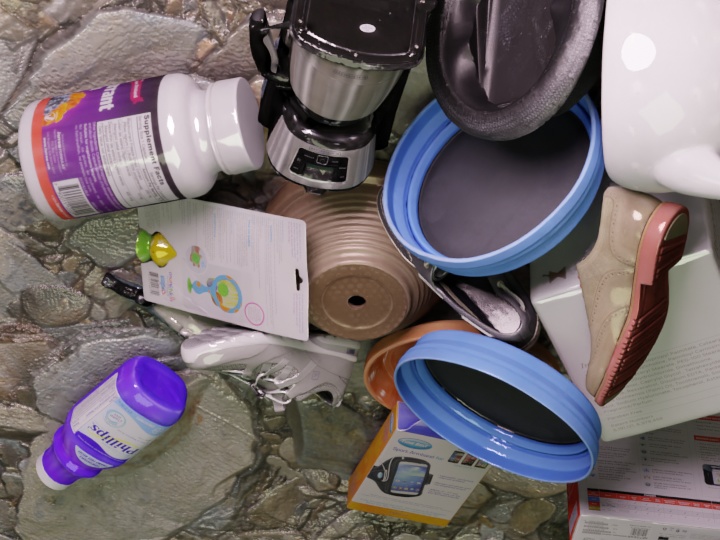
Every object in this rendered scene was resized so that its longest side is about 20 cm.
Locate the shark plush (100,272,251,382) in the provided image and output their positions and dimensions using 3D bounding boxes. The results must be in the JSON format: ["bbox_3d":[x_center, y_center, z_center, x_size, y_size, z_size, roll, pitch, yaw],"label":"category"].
[{"bbox_3d":[-0.169,0.061,1.599,0.199,0.091,0.083,14,163,-16],"label":"shark plush"}]

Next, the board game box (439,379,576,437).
[{"bbox_3d":[0.127,0.124,1.513,0.103,0.019,0.200,42,153,-19],"label":"board game box"}]

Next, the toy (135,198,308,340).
[{"bbox_3d":[-0.122,-0.012,1.499,0.199,0.047,0.116,11,113,29],"label":"toy"}]

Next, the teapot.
[{"bbox_3d":[0.270,-0.156,1.249,0.145,0.197,0.201,1,106,14],"label":"teapot"}]

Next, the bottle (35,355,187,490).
[{"bbox_3d":[-0.272,0.169,1.698,0.083,0.065,0.200,35,125,-26],"label":"bottle"}]

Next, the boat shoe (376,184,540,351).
[{"bbox_3d":[0.085,-0.011,1.410,0.073,0.063,0.200,-41,77,4],"label":"boat shoe"}]

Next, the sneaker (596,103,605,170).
[{"bbox_3d":[0.184,-0.114,1.409,0.199,0.083,0.071,-39,143,15],"label":"sneaker"}]

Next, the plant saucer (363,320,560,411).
[{"bbox_3d":[0.103,0.102,1.608,0.199,0.032,0.201,4,148,3],"label":"plant saucer"}]

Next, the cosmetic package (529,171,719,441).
[{"bbox_3d":[0.263,0.019,1.460,0.166,0.168,0.200,-17,129,19],"label":"cosmetic package"}]

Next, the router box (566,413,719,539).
[{"bbox_3d":[0.311,0.205,1.614,0.199,0.180,0.049,7,132,-1],"label":"router box"}]

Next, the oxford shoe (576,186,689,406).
[{"bbox_3d":[0.214,0.020,1.326,0.075,0.070,0.201,28,123,27],"label":"oxford shoe"}]

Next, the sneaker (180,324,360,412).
[{"bbox_3d":[-0.083,0.097,1.535,0.199,0.082,0.075,6,180,-36],"label":"sneaker"}]

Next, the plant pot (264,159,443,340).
[{"bbox_3d":[0.000,0.000,1.513,0.200,0.093,0.201,1,132,1],"label":"plant pot"}]

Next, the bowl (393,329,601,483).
[{"bbox_3d":[0.126,0.122,1.438,0.200,0.039,0.201,25,156,12],"label":"bowl"}]

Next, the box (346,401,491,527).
[{"bbox_3d":[0.070,0.204,1.699,0.118,0.042,0.200,13,139,-13],"label":"box"}]

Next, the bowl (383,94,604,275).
[{"bbox_3d":[0.115,-0.084,1.350,0.200,0.201,0.039,-22,139,22],"label":"bowl"}]

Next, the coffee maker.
[{"bbox_3d":[-0.004,-0.189,1.312,0.134,0.192,0.200,32,151,4],"label":"coffee maker"}]

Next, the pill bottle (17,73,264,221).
[{"bbox_3d":[-0.192,-0.113,1.412,0.199,0.112,0.112,-9,130,11],"label":"pill bottle"}]

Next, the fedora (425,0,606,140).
[{"bbox_3d":[0.144,-0.198,1.293,0.091,0.201,0.200,13,138,-45],"label":"fedora"}]
